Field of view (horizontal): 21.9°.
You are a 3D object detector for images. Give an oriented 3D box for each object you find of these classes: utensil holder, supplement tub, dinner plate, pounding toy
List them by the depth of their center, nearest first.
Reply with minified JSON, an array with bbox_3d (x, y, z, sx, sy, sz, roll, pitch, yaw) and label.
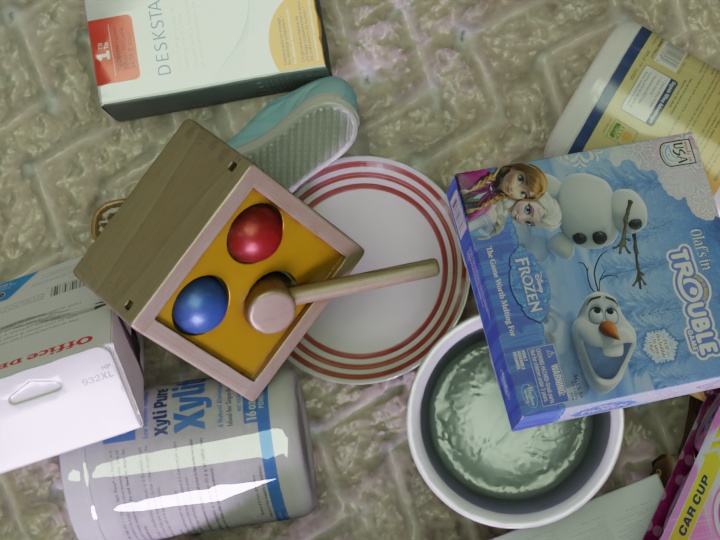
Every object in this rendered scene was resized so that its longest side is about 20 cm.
[{"bbox_3d":[-0.080,-0.001,1.499,0.184,0.200,0.142,-53,45,0],"label":"pounding toy"},{"bbox_3d":[0.123,0.120,1.528,0.170,0.200,0.170,0,86,3],"label":"utensil holder"},{"bbox_3d":[0.270,-0.103,1.563,0.200,0.144,0.145,31,88,5],"label":"supplement tub"},{"bbox_3d":[-0.144,0.158,1.575,0.200,0.132,0.132,-9,85,2],"label":"supplement tub"},{"bbox_3d":[0.000,0.000,1.619,0.200,0.024,0.200,-2,83,15],"label":"dinner plate"}]

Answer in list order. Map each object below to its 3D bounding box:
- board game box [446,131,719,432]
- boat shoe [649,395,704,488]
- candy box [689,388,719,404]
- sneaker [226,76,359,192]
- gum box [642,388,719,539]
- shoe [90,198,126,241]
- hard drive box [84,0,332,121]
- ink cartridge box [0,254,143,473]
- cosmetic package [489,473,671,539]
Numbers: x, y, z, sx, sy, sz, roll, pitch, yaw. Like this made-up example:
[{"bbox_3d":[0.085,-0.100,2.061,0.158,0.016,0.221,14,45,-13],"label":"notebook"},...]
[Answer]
[{"bbox_3d":[0.187,0.006,1.425,0.199,0.043,0.200,-11,72,-12],"label":"board game box"},{"bbox_3d":[0.277,0.183,1.582,0.067,0.072,0.200,23,81,10],"label":"boat shoe"},{"bbox_3d":[0.331,0.068,1.562,0.200,0.057,0.117,25,46,6],"label":"candy box"},{"bbox_3d":[-0.082,-0.102,1.630,0.200,0.082,0.074,-27,116,19],"label":"sneaker"},{"bbox_3d":[0.296,0.199,1.467,0.113,0.066,0.200,28,70,0],"label":"gum box"},{"bbox_3d":[-0.132,-0.028,1.612,0.200,0.053,0.070,12,93,-3],"label":"shoe"},{"bbox_3d":[-0.135,-0.227,1.630,0.200,0.077,0.156,-10,85,3],"label":"hard drive box"},{"bbox_3d":[-0.259,0.074,1.548,0.145,0.200,0.084,-18,114,1],"label":"ink cartridge box"},{"bbox_3d":[0.178,0.270,1.489,0.200,0.052,0.151,-19,71,-14],"label":"cosmetic package"}]
